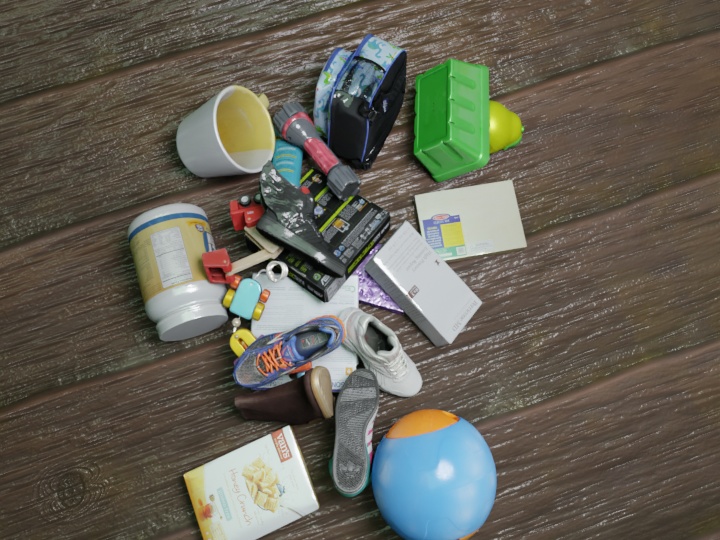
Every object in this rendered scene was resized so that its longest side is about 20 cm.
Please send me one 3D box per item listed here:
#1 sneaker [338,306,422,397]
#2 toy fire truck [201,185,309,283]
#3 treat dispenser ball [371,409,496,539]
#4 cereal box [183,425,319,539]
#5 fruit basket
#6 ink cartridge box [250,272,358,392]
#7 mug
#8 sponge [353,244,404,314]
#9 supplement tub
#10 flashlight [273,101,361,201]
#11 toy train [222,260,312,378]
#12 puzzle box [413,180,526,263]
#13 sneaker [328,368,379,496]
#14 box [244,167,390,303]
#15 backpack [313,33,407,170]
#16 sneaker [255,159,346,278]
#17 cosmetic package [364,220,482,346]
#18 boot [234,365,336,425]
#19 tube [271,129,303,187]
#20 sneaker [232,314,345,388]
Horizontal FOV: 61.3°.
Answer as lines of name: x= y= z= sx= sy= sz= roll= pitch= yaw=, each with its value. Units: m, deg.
sneaker: x=0.043 y=0.147 z=1.026 sx=0.200 sy=0.099 sz=0.079 roll=45 pitch=70 yaw=-20
toy fire truck: x=-0.168 y=-0.062 z=1.027 sx=0.193 sy=0.049 sz=0.144 roll=-11 pitch=54 yaw=-6
treat dispenser ball: x=0.114 y=0.324 z=0.954 sx=0.194 sy=0.201 sz=0.208 roll=0 pitch=75 yaw=-1
cereal box: x=-0.181 y=0.370 z=1.022 sx=0.195 sy=0.040 sz=0.147 roll=-24 pitch=78 yaw=-6
fruit basket: x=0.205 y=-0.277 z=1.158 sx=0.212 sy=0.153 sz=0.223 roll=11 pitch=74 yaw=-43
ink cartridge box: x=-0.098 y=0.108 z=1.079 sx=0.192 sy=0.041 sz=0.208 roll=2 pitch=88 yaw=2
mug: x=-0.249 y=-0.243 z=1.128 sx=0.150 sy=0.185 sz=0.154 roll=-9 pitch=96 yaw=36
sponge: x=0.000 y=0.000 z=1.122 sx=0.194 sy=0.030 sz=0.115 roll=15 pitch=77 yaw=3
supplement tub: x=-0.314 y=0.004 z=1.059 sx=0.141 sy=0.145 sz=0.206 roll=-18 pitch=77 yaw=-5
flashlight: x=-0.079 y=-0.214 z=1.097 sx=0.067 sy=0.068 sz=0.201 roll=-31 pitch=70 yaw=-19
toy train: x=-0.154 y=0.094 z=1.037 sx=0.146 sy=0.056 sz=0.206 roll=-15 pitch=88 yaw=-4
puzzle box: x=0.205 y=-0.091 z=1.149 sx=0.193 sy=0.025 sz=0.138 roll=-8 pitch=77 yaw=-2
sneaker: x=-0.007 y=0.279 z=1.012 sx=0.081 sy=0.122 sz=0.205 roll=9 pitch=57 yaw=3
box: x=-0.074 y=-0.070 z=1.087 sx=0.190 sy=0.048 sz=0.201 roll=29 pitch=62 yaw=22
backpack: x=0.001 y=-0.327 z=1.127 sx=0.144 sy=0.184 sz=0.203 roll=25 pitch=65 yaw=9
sneaker: x=-0.092 y=-0.080 z=0.987 sx=0.196 sy=0.060 sz=0.106 roll=30 pitch=75 yaw=-8
cosmetic package: x=0.109 y=0.026 z=1.071 sx=0.200 sy=0.074 sz=0.102 roll=45 pitch=73 yaw=-2
boot: x=-0.125 y=0.212 z=0.982 sx=0.160 sy=0.201 sz=0.075 roll=-4 pitch=64 yaw=0
tube: x=-0.138 y=-0.211 z=1.141 sx=0.075 sy=0.051 sz=0.204 roll=1 pitch=48 yaw=-5
sneaker: x=-0.117 y=0.127 z=0.970 sx=0.196 sy=0.078 sz=0.077 roll=-28 pitch=88 yaw=-2
